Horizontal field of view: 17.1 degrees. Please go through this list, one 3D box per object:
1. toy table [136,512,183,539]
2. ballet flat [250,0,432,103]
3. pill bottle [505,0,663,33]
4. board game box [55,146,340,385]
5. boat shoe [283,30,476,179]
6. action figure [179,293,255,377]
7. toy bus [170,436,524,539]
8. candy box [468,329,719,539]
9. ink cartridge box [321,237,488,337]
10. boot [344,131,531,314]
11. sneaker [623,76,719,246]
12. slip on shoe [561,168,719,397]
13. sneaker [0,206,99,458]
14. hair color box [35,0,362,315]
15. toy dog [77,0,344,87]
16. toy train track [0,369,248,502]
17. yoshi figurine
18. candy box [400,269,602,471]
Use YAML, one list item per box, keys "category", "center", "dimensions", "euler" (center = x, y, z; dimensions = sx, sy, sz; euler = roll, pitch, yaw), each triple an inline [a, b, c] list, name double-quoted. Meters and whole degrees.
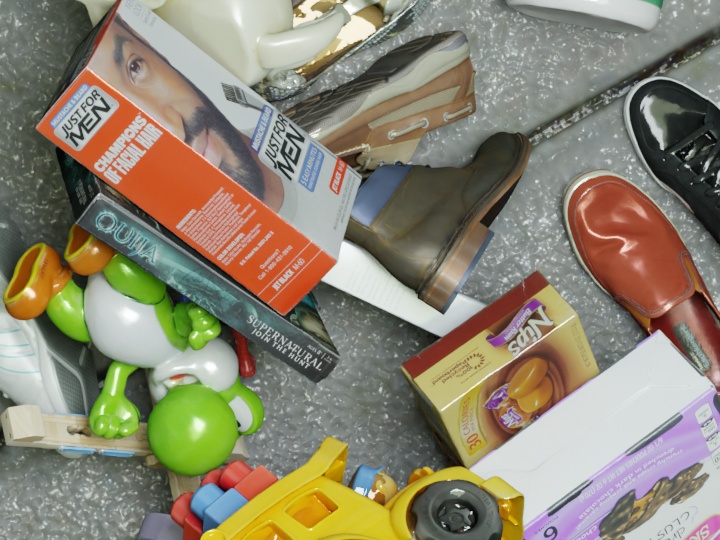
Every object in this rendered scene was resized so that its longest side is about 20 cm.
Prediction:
- category: "toy table"
  center: [-0.073, 0.253, 1.645]
  dimensions: [0.200, 0.184, 0.117]
  euler: [16, 74, 15]
- category: "ballet flat"
  center: [-0.008, -0.183, 1.684]
  dimensions: [0.200, 0.072, 0.072]
  euler: [-37, 97, -6]
- category: "pill bottle"
  center: [0.172, -0.275, 1.687]
  dimensions: [0.113, 0.113, 0.200]
  euler: [11, 91, -9]
- category: "board game box"
  center: [-0.107, -0.011, 1.567]
  dimensions: [0.200, 0.135, 0.028]
  euler: [35, 101, -24]
- category: "boat shoe"
  center: [0.009, -0.098, 1.667]
  dimensions: [0.200, 0.076, 0.072]
  euler: [-31, 109, -28]
- category: "action figure"
  center: [-0.116, -0.031, 1.682]
  dimensions: [0.065, 0.099, 0.200]
  euler: [-10, 116, -12]
- category: "toy bus"
  center: [-0.020, 0.178, 1.550]
  dimensions: [0.200, 0.136, 0.192]
  euler: [-34, 60, -30]
- category: "candy box"
  center: [0.185, 0.164, 1.674]
  dimensions: [0.168, 0.072, 0.200]
  euler: [-36, 138, -6]
- category: "ink cartridge box"
  center: [0.000, 0.000, 1.677]
  dimensions: [0.200, 0.099, 0.039]
  euler: [27, 91, -8]
- category: "boot"
  center: [0.053, -0.058, 1.654]
  dimensions: [0.097, 0.200, 0.075]
  euler: [31, 126, -1]
- category: "sneaker"
  center: [0.273, -0.059, 1.712]
  dimensions: [0.073, 0.112, 0.200]
  euler: [-40, 98, -6]
- category: "slip on shoe"
  center: [0.216, 0.012, 1.732]
  dimensions: [0.074, 0.061, 0.200]
  euler: [-33, 96, -5]
- category: "sneaker"
  center: [-0.247, 0.046, 1.663]
  dimensions: [0.080, 0.070, 0.200]
  euler: [-25, 102, 18]
- category: "hair color box"
  center: [-0.099, -0.075, 1.528]
  dimensions: [0.200, 0.111, 0.064]
  euler: [36, 121, -14]
- category: "toy dog"
  center: [-0.091, -0.219, 1.619]
  dimensions: [0.194, 0.200, 0.140]
  euler: [1, 134, 26]
- category: "toy train track"
  center: [-0.153, 0.109, 1.638]
  dimensions: [0.200, 0.033, 0.115]
  euler: [8, 56, -41]
- category: "yoshi figurine"
  center: [-0.139, 0.061, 1.582]
  dimensions: [0.200, 0.112, 0.112]
  euler: [45, 72, -27]
- category: "candy box"
  center: [0.113, 0.102, 1.663]
  dimensions: [0.117, 0.056, 0.200]
  euler: [-34, 139, -7]
